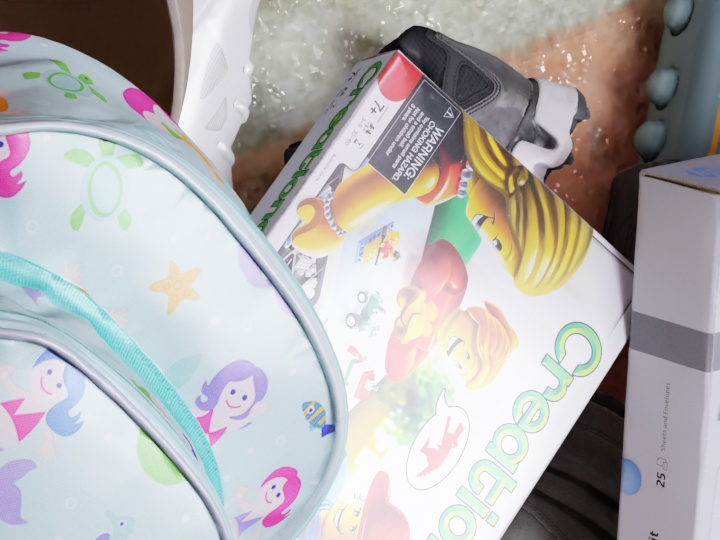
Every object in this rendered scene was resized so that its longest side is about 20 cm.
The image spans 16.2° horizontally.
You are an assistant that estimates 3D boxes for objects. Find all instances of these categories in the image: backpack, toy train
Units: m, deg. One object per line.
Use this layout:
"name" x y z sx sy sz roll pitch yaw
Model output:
"backpack" -0.106 0.045 0.663 0.200 0.151 0.178 -40 117 -4
"toy train" 0.159 -0.050 0.981 0.113 0.085 0.201 18 77 -20

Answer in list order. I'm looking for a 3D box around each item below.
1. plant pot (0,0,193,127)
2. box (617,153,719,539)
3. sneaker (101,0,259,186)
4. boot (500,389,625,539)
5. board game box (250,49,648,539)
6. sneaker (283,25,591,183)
"plant pot" -0.138 -0.104 0.752 0.200 0.200 0.135 45 29 -21
"box" 0.157 0.054 0.896 0.155 0.041 0.201 -13 110 -40
"sneaker" -0.063 -0.032 0.852 0.115 0.075 0.201 40 75 -33
"boot" 0.115 0.141 0.948 0.200 0.068 0.131 47 59 -22
"board game box" -0.003 0.046 0.822 0.126 0.035 0.201 40 72 -18
"sneaker" 0.000 0.000 0.887 0.090 0.066 0.201 33 72 -16
